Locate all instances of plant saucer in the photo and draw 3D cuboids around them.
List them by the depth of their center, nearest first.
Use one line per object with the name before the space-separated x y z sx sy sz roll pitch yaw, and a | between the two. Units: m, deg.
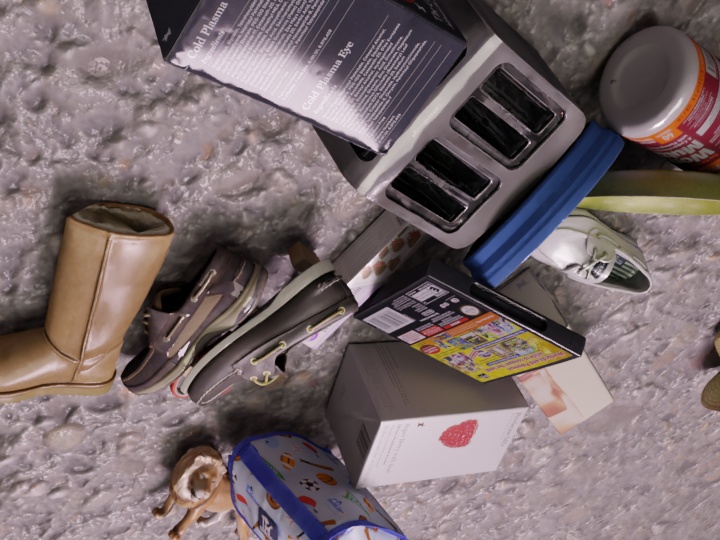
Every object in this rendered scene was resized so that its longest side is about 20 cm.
plant saucer | 0.313 -0.082 0.996 0.197 0.199 0.032 4 90 -28

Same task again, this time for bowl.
bowl | 0.175 -0.065 0.935 0.201 0.039 0.201 -48 179 -1

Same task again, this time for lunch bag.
lunch bag | -0.059 0.282 1.108 0.124 0.170 0.200 -48 149 -5

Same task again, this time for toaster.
toaster | 0.080 -0.135 0.850 0.199 0.120 0.181 27 117 -41

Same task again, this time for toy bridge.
toy bridge | -0.114 0.053 1.003 0.199 0.027 0.067 -41 136 16

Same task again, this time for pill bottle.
pill bottle | 0.339 -0.159 0.961 0.198 0.110 0.110 18 122 -37

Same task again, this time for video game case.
video game case | 0.106 0.058 0.987 0.179 0.026 0.200 27 158 -13

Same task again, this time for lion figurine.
lion figurine | -0.173 0.277 1.170 0.123 0.072 0.199 -50 148 6

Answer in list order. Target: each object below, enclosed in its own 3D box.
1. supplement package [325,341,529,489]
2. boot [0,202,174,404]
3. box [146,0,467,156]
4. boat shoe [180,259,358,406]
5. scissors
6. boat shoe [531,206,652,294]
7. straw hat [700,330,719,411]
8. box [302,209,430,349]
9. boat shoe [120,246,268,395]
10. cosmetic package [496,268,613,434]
supplement package | 0.077 0.167 1.137 0.196 0.121 0.123 -2 131 -25
boot | -0.280 0.027 0.875 0.173 0.066 0.202 0 131 -37
box | -0.051 -0.204 0.659 0.180 0.202 0.105 16 125 -37
boat shoe | -0.091 0.075 0.937 0.200 0.061 0.072 -40 172 10
scissors | -0.128 0.065 0.975 0.072 0.014 0.201 14 125 -36
boat shoe | 0.267 -0.020 1.089 0.197 0.067 0.074 10 126 -33
straw hat | 0.550 0.106 1.332 0.199 0.201 0.086 -32 96 6
box | 0.000 0.000 0.998 0.200 0.042 0.038 -45 134 18
boat shoe | -0.177 0.045 0.945 0.199 0.075 0.073 -41 110 20
cosmetic package | 0.226 0.104 1.164 0.087 0.104 0.200 -33 136 7
